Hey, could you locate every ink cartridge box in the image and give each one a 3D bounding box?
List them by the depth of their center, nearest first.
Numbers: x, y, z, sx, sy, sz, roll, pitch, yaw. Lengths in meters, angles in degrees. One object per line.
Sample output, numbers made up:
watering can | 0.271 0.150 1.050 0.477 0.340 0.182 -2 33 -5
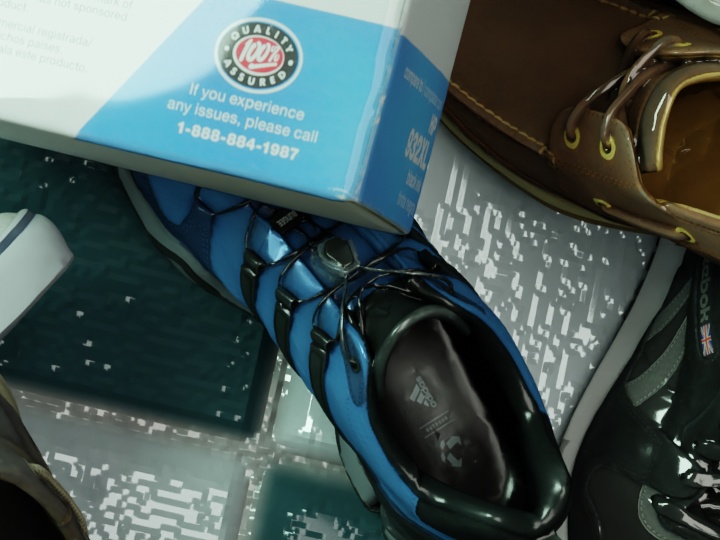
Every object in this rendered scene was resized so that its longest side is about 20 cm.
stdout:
ink cartridge box | -0.036 -0.125 0.705 0.145 0.084 0.200 14 88 14

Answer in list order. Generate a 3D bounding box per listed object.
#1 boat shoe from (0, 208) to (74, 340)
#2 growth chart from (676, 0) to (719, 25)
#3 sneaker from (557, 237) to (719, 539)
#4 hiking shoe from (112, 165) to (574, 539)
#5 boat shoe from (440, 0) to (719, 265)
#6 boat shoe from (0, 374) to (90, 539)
boat shoe | -0.178 0.033 0.720 0.202 0.075 0.086 -40 94 -6
growth chart | 0.138 -0.074 0.789 0.200 0.145 0.018 26 103 -5
sneaker | 0.116 0.036 0.796 0.076 0.088 0.200 18 81 -15
hiking shoe | 0.000 0.000 0.763 0.074 0.087 0.200 -40 98 -16
boat shoe | 0.094 -0.044 0.756 0.200 0.068 0.072 31 82 29
boat shoe | -0.092 0.111 0.698 0.074 0.073 0.200 -31 127 -12
